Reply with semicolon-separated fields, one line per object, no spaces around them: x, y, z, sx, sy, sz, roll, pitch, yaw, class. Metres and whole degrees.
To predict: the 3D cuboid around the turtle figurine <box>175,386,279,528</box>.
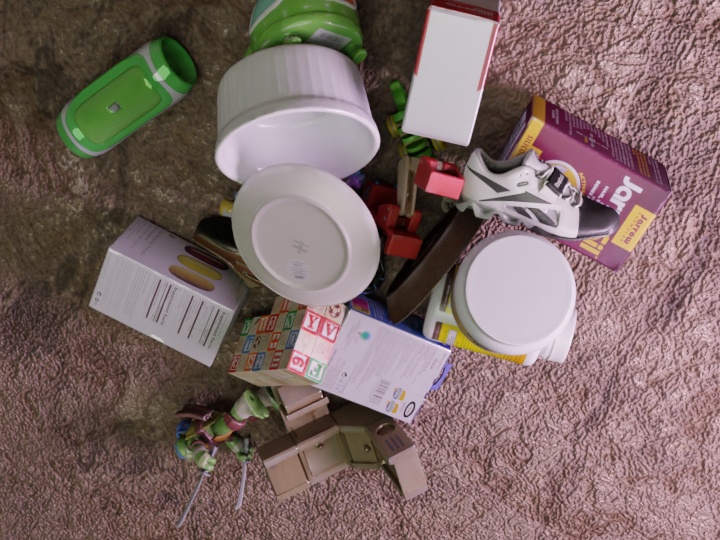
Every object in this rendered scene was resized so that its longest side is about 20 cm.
-0.196;0.278;1.491;0.194;0.201;0.143;-41;136;22;turtle figurine

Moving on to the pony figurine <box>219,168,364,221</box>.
-0.092;-0.091;1.294;0.198;0.166;0.196;17;111;21;pony figurine

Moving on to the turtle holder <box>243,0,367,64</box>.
-0.073;-0.294;1.192;0.139;0.134;0.186;-6;160;-12;turtle holder

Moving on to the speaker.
-0.318;-0.233;1.295;0.198;0.089;0.089;-29;107;23;speaker

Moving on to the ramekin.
-0.080;-0.184;1.148;0.198;0.200;0.099;-16;68;19;ramekin

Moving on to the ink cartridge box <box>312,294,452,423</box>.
0.040;0.130;1.378;0.198;0.077;0.138;23;111;-14;ink cartridge box

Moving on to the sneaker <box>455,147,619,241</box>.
0.216;-0.095;1.135;0.197;0.074;0.090;13;120;7;sneaker

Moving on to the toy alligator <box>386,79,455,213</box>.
0.083;-0.154;1.263;0.059;0.054;0.202;-19;110;21;toy alligator

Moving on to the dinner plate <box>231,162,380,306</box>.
-0.072;-0.036;1.178;0.197;0.024;0.202;11;125;16;dinner plate

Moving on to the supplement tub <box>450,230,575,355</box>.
0.183;0.029;1.163;0.143;0.200;0.148;0;86;4;supplement tub

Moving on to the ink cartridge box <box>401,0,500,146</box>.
0.110;-0.255;1.127;0.082;0.201;0.146;13;118;1;ink cartridge box

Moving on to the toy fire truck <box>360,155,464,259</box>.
0.057;-0.094;1.232;0.048;0.200;0.143;11;109;-23;toy fire truck

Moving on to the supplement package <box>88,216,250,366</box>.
-0.273;0.029;1.398;0.198;0.114;0.110;26;119;-3;supplement package

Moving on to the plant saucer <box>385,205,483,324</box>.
0.093;-0.018;1.246;0.034;0.201;0.201;38;118;-5;plant saucer

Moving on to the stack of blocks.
-0.108;0.100;1.360;0.058;0.117;0.199;27;160;-26;stack of blocks

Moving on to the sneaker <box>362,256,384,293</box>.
0.000;0.000;1.283;0.078;0.200;0.071;36;90;27;sneaker

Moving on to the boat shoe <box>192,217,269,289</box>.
-0.150;-0.009;1.376;0.198;0.076;0.074;24;122;1;boat shoe

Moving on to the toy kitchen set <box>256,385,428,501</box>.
-0.042;0.250;1.379;0.198;0.180;0.165;-24;114;-12;toy kitchen set

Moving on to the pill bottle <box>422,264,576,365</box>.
0.191;0.064;1.316;0.197;0.110;0.111;15;118;5;pill bottle

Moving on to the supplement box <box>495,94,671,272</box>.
0.273;-0.111;1.215;0.198;0.103;0.132;27;118;-2;supplement box
